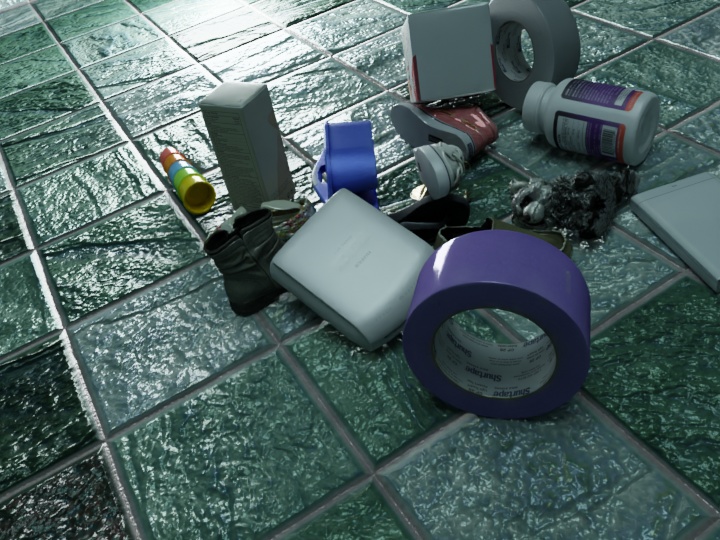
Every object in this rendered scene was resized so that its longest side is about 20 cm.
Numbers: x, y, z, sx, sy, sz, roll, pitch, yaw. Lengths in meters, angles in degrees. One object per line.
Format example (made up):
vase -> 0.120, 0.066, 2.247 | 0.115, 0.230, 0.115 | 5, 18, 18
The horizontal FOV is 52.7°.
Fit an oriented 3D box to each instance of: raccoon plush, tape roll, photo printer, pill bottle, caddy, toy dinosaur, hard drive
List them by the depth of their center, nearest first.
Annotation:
tape roll -> 0.148, 0.062, 0.788 | 0.195, 0.203, 0.086 | 2, 40, 17
photo printer -> 0.000, 0.000, 0.968 | 0.199, 0.070, 0.166 | 36, 70, 26
hard drive -> 0.477, -0.059, 0.985 | 0.129, 0.027, 0.202 | -17, 40, -5
raccoon plush -> 0.307, -0.100, 1.064 | 0.132, 0.099, 0.197 | 9, 12, 43
caddy -> -0.026, -0.147, 1.133 | 0.102, 0.144, 0.202 | -5, 39, 0
toy dinosaur -> 0.120, -0.126, 1.152 | 0.099, 0.059, 0.201 | -7, 30, 31
pill bottle -> 0.365, -0.246, 1.169 | 0.197, 0.113, 0.111 | 23, 50, 35
tape roll -> 0.297, -0.396, 1.292 | 0.065, 0.204, 0.200 | -22, 39, -24

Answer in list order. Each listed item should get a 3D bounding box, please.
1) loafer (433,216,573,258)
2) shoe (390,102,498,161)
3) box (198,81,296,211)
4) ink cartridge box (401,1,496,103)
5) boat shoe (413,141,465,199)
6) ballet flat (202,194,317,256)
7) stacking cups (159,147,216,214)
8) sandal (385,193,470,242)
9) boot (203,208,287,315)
loafer -> 0.190, -0.031, 0.992 | 0.195, 0.071, 0.076 | -4, 39, 10
shoe -> 0.146, -0.254, 1.276 | 0.090, 0.073, 0.199 | -30, 45, -28
box -> -0.180, -0.195, 1.180 | 0.093, 0.203, 0.078 | 13, 44, 28
ink cartridge box -> 0.154, -0.385, 1.310 | 0.141, 0.149, 0.200 | -8, 11, 3
boat shoe -> 0.119, -0.150, 1.043 | 0.064, 0.074, 0.200 | -16, 10, 2
ballet flat -> -0.159, -0.076, 1.143 | 0.195, 0.065, 0.076 | -14, 40, -1
stacking cups -> -0.317, -0.173, 1.301 | 0.059, 0.061, 0.200 | -25, 41, -16
sandal -> 0.067, -0.055, 1.058 | 0.196, 0.077, 0.043 | -16, 44, 12
boot -> -0.116, -0.033, 1.025 | 0.198, 0.133, 0.067 | -31, 43, -22
